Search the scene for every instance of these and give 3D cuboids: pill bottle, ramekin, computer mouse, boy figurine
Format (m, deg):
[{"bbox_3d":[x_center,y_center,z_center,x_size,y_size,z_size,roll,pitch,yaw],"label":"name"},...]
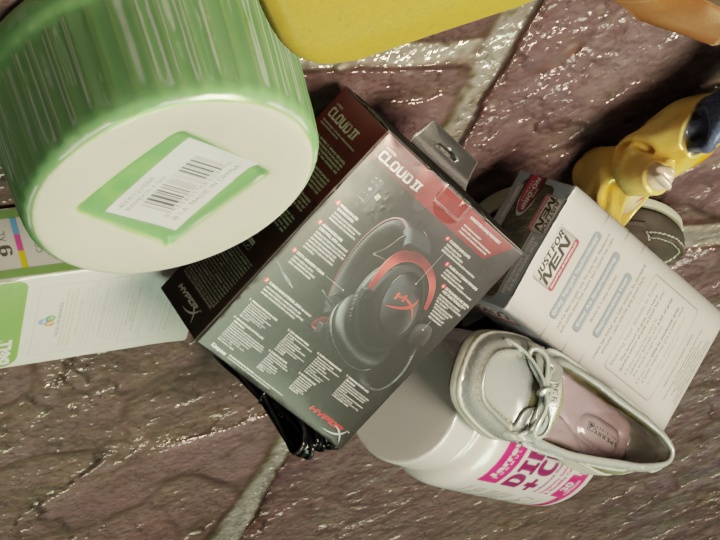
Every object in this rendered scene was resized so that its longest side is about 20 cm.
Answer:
[{"bbox_3d":[0.085,0.104,1.583,0.113,0.114,0.200,-34,152,25],"label":"pill bottle"},{"bbox_3d":[-0.120,-0.085,1.282,0.199,0.098,0.200,-15,151,-9],"label":"ramekin"},{"bbox_3d":[-0.057,0.055,1.519,0.046,0.140,0.200,-33,159,-28],"label":"computer mouse"},{"bbox_3d":[0.220,-0.082,1.510,0.200,0.065,0.124,-33,-171,41],"label":"boy figurine"}]

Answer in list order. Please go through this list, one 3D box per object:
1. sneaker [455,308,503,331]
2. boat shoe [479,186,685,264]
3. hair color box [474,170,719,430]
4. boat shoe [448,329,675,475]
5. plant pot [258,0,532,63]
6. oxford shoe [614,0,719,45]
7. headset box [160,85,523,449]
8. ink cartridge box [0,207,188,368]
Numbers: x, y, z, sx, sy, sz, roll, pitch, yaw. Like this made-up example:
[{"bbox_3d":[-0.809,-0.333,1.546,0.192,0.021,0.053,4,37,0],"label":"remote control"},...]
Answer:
[{"bbox_3d":[0.056,0.077,1.700,0.200,0.076,0.115,-25,150,3],"label":"sneaker"},{"bbox_3d":[0.169,-0.016,1.627,0.200,0.061,0.072,4,143,-37],"label":"boat shoe"},{"bbox_3d":[0.165,0.024,1.554,0.200,0.060,0.099,37,80,-40],"label":"hair color box"},{"bbox_3d":[0.137,0.094,1.500,0.065,0.075,0.202,4,160,44],"label":"boat shoe"},{"bbox_3d":[0.016,-0.209,1.072,0.194,0.195,0.200,-18,157,-4],"label":"plant pot"},{"bbox_3d":[0.215,-0.175,1.390,0.071,0.072,0.199,-21,150,39],"label":"oxford shoe"},{"bbox_3d":[-0.004,-0.008,1.412,0.200,0.075,0.148,-47,127,5],"label":"headset box"},{"bbox_3d":[-0.205,0.009,1.430,0.199,0.060,0.104,-9,148,-21],"label":"ink cartridge box"}]
